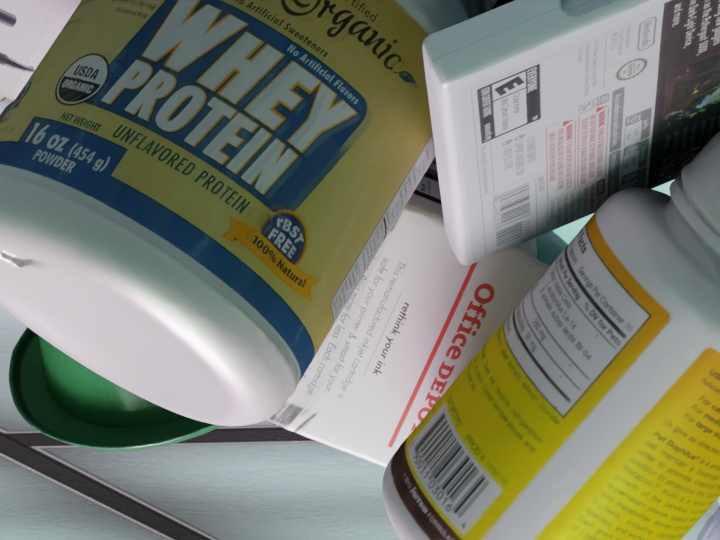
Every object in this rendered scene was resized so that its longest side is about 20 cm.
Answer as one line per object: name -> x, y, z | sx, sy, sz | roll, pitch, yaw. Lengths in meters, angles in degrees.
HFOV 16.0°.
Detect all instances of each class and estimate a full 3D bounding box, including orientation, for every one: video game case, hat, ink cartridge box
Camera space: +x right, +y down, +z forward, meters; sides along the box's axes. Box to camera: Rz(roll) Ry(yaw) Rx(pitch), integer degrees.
video game case -> 0.113, -0.073, 0.933 | 0.182, 0.023, 0.200 | -22, 162, -3
hat -> -0.123, -0.026, 1.246 | 0.166, 0.200, 0.176 | 34, 149, 47
ink cartridge box -> -0.002, 0.010, 1.083 | 0.200, 0.116, 0.068 | 22, -159, -7

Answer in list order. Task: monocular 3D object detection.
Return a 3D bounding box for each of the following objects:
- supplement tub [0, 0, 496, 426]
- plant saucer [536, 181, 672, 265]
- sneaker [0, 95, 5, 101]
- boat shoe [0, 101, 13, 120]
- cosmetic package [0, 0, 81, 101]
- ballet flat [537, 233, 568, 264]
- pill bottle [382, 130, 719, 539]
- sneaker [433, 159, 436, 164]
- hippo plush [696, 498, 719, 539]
supplement tub -> -0.045, -0.059, 0.951 | 0.145, 0.200, 0.145 | 28, 162, 10
plant saucer -> 0.142, -0.055, 1.089 | 0.200, 0.027, 0.200 | 3, 125, 5
sneaker -> -0.245, -0.109, 1.114 | 0.200, 0.070, 0.093 | 11, 167, -8
boat shoe -> -0.114, -0.086, 1.149 | 0.060, 0.072, 0.200 | 18, 153, -37
cosmetic package -> -0.142, -0.132, 1.018 | 0.083, 0.051, 0.200 | 25, 158, -8
ballet flat -> 0.000, 0.000, 1.152 | 0.200, 0.075, 0.068 | 13, 163, -10
pill bottle -> 0.106, 0.045, 1.001 | 0.109, 0.109, 0.200 | 23, 115, -41
sneaker -> 0.129, -0.043, 1.186 | 0.199, 0.080, 0.130 | 31, 159, -33
hippo plush -> 0.211, 0.122, 1.404 | 0.159, 0.161, 0.200 | 9, -166, -14
